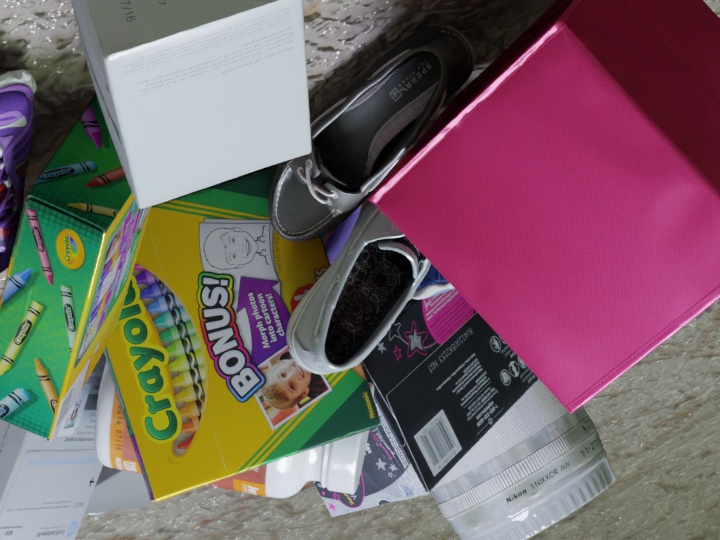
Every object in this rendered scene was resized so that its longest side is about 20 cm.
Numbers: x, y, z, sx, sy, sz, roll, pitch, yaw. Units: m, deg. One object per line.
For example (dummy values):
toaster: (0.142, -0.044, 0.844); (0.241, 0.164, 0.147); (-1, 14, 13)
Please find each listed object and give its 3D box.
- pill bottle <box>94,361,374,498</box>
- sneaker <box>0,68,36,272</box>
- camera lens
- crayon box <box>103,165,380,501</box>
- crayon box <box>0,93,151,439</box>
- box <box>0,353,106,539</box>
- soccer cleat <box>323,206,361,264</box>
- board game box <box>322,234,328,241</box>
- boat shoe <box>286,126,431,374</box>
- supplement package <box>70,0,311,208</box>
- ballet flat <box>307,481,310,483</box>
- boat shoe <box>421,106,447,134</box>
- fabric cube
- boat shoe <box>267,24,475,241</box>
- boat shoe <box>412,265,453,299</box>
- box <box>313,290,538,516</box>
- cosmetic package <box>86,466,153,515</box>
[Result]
pill bottle: (-0.094, 0.110, 1.748); (0.198, 0.113, 0.112); (10, 159, 5)
sneaker: (-0.232, -0.059, 1.449); (0.080, 0.084, 0.200); (-17, 158, -13)
camera lens: (0.118, 0.137, 2.074); (0.159, 0.201, 0.160); (-30, 178, -1)
crayon box: (-0.099, 0.044, 1.660); (0.171, 0.202, 0.058); (-18, 177, -12)
crayon box: (-0.188, -0.001, 1.511); (0.058, 0.119, 0.201); (23, 132, 3)
box: (-0.241, 0.136, 1.773); (0.202, 0.041, 0.156); (-70, 161, 3)
soccer cleat: (0.000, 0.000, 1.760); (0.066, 0.076, 0.201); (-11, 138, -47)
board game box: (-0.086, 0.017, 1.842); (0.151, 0.037, 0.200); (-29, 157, 18)
boat shoe: (0.024, -0.011, 1.616); (0.202, 0.070, 0.071); (-57, -158, -8)
supplement package: (-0.101, -0.141, 1.335); (0.116, 0.118, 0.200); (-20, 158, -7)
ballet flat: (-0.059, 0.129, 1.958); (0.065, 0.200, 0.071); (-13, 117, -3)
boat shoe: (0.113, -0.103, 1.704); (0.199, 0.071, 0.070); (-15, 137, -30)
fabric cube: (0.163, -0.069, 1.540); (0.196, 0.199, 0.200); (-43, -176, 34)
boat shoe: (-0.002, -0.092, 1.588); (0.200, 0.067, 0.057); (-45, 177, 22)
boat shoe: (0.081, -0.012, 1.796); (0.072, 0.073, 0.200); (0, -176, -13)
box: (0.036, 0.092, 1.883); (0.114, 0.133, 0.200); (-18, -165, 41)
cosmetic package: (-0.183, 0.140, 1.933); (0.106, 0.091, 0.199); (-1, 163, -39)
